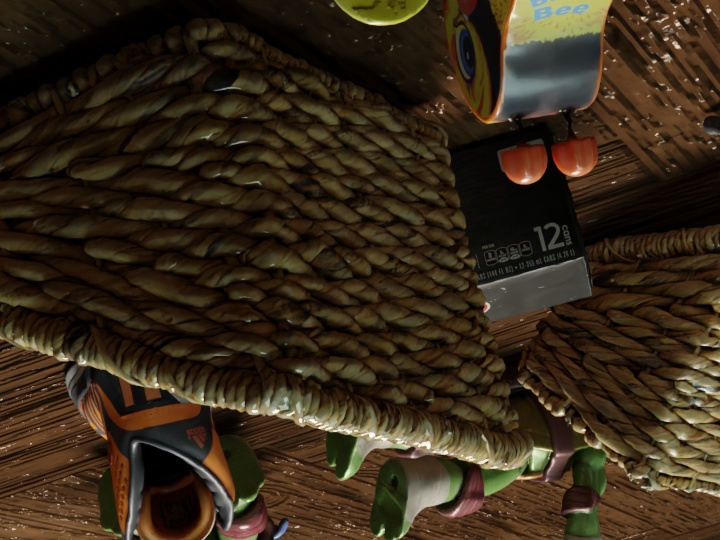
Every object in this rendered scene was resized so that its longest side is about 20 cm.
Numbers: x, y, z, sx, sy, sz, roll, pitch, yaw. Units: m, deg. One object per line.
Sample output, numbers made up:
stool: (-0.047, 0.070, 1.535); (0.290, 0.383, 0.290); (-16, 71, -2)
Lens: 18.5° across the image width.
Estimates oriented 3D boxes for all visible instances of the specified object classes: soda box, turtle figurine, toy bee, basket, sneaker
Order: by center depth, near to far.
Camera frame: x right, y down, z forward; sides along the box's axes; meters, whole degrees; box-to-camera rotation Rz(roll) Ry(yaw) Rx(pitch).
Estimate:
toy bee: (0.060, -0.089, 0.679); (0.130, 0.109, 0.200); (-17, 163, 5)
basket: (-0.048, 0.016, 0.830); (0.142, 0.150, 0.200); (-21, 162, 23)
soda box: (0.000, 0.000, 0.985); (0.199, 0.064, 0.071); (-15, 164, 5)
sneaker: (-0.105, 0.091, 1.107); (0.077, 0.113, 0.200); (-12, 163, -3)
basket: (0.198, 0.025, 1.157); (0.199, 0.143, 0.150); (10, 112, -40)
turtle figurine: (0.076, 0.138, 1.347); (0.193, 0.145, 0.200); (2, 154, -31)
turtle figurine: (-0.087, 0.205, 1.361); (0.143, 0.201, 0.194); (13, 147, 24)

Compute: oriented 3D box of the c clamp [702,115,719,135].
c clamp: (0.280, -0.065, 0.963); (0.199, 0.027, 0.171); (-13, -154, -25)
